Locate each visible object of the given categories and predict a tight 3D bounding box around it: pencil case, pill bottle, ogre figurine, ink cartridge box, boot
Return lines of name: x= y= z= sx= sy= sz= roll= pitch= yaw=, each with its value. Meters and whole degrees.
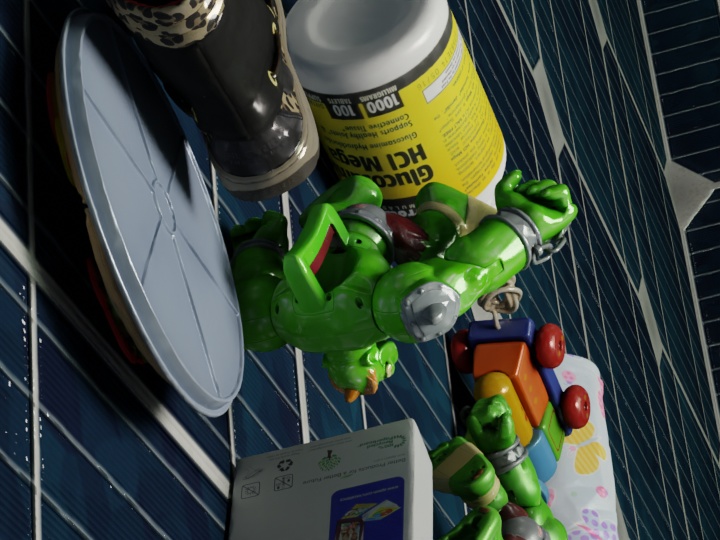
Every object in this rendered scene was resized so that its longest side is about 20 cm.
pencil case: x=0.155 y=0.161 z=1.947 sx=0.091 sy=0.083 sz=0.200 roll=122 pitch=-28 yaw=-44
pill bottle: x=0.030 y=-0.096 z=1.629 sx=0.113 sy=0.112 sz=0.200 roll=-91 pitch=161 yaw=-45
ogre figurine: x=0.000 y=0.000 z=1.280 sx=0.120 sy=0.200 sz=0.098 roll=-50 pitch=146 yaw=-48
ink cartridge box: x=-0.016 y=0.158 z=1.191 sx=0.200 sy=0.099 sz=0.039 roll=-85 pitch=158 yaw=-53
boot: x=-0.089 y=-0.145 z=1.203 sx=0.151 sy=0.073 sz=0.200 roll=59 pitch=9 yaw=-55
ogre figurine: x=0.091 y=0.187 z=1.591 sx=0.120 sy=0.098 sz=0.200 roll=55 pitch=11 yaw=-29

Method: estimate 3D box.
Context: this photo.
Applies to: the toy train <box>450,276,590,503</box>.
toy train: x=0.101 y=0.086 z=1.827 sx=0.200 sy=0.085 sz=0.116 roll=64 pitch=31 yaw=-41

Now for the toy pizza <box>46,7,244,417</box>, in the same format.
toy pizza: x=-0.105 y=-0.025 z=1.155 sx=0.200 sy=0.032 sz=0.201 roll=-19 pitch=90 yaw=-80
